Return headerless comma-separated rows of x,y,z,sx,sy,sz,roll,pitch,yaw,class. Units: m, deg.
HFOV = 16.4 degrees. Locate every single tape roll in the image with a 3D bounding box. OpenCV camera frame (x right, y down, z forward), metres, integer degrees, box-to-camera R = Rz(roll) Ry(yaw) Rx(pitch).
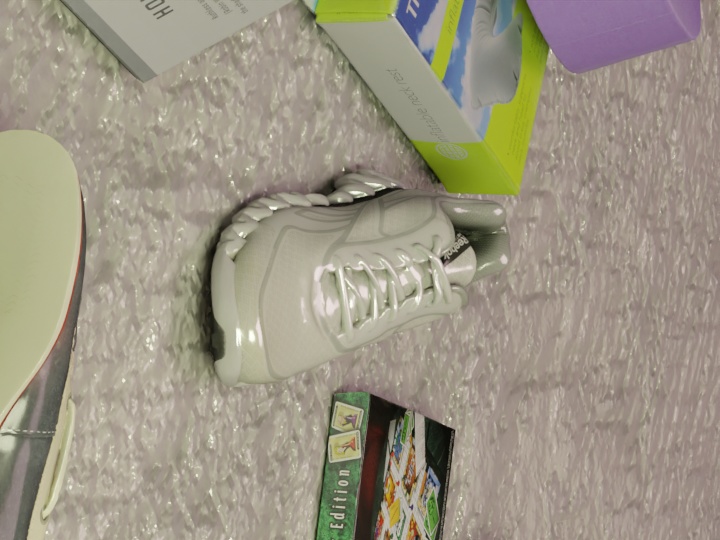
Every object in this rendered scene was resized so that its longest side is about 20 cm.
0.109,-0.202,1.235,0.200,0.065,0.201,-15,90,-75,tape roll

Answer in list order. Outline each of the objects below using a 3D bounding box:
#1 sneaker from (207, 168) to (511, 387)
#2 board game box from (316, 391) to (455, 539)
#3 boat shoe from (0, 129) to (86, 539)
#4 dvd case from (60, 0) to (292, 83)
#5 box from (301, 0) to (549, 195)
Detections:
0.000,0.000,1.085,0.200,0.081,0.076,-32,123,-58,sneaker
0.005,0.165,1.175,0.105,0.023,0.201,31,64,-64,board game box
-0.128,0.054,0.836,0.063,0.071,0.201,40,59,-66,boat shoe
-0.030,-0.155,0.894,0.150,0.199,0.025,47,20,-56,dvd case
0.036,-0.133,1.182,0.200,0.047,0.123,49,49,-56,box
